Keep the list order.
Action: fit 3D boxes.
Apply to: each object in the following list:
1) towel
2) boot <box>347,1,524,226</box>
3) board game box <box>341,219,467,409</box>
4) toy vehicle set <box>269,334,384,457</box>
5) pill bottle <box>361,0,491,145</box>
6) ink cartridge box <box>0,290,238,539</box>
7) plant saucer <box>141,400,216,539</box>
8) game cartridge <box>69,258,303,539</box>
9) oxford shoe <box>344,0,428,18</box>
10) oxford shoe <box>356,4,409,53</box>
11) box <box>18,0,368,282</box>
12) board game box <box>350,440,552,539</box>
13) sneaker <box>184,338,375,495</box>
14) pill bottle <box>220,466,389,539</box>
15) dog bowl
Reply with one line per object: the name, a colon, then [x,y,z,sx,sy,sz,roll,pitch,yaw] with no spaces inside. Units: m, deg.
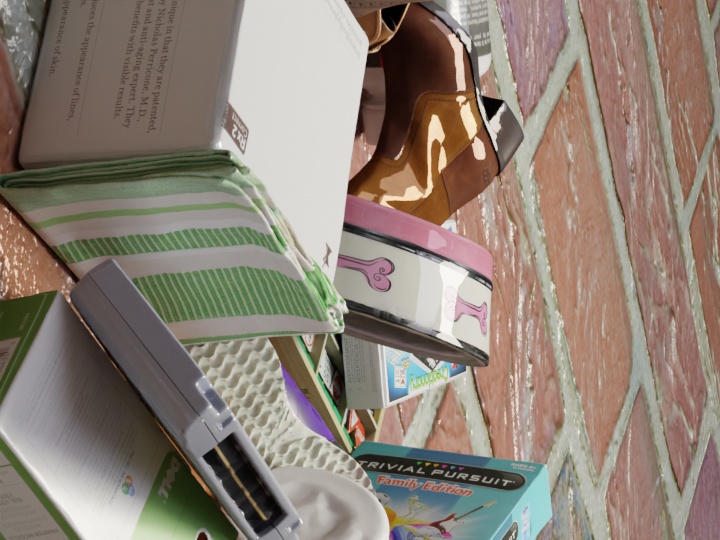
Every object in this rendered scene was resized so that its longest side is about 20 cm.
towel: [-0.105,-0.008,1.471,0.200,0.151,0.024,56,34,-57]
boot: [0.008,-0.085,1.798,0.200,0.068,0.189,-49,130,-19]
board game box: [0.033,0.031,1.931,0.200,0.034,0.127,-13,99,-70]
toy vehicle set: [-0.024,0.053,1.864,0.201,0.026,0.125,65,30,-47]
pill bottle: [0.042,-0.201,1.940,0.114,0.113,0.202,-29,115,-67]
ink cartridge box: [-0.154,0.120,1.396,0.200,0.059,0.104,56,36,-31]
plant saucer: [-0.135,0.150,1.541,0.200,0.037,0.202,-2,90,-70]
game cartridge: [-0.100,0.077,1.426,0.134,0.040,0.200,53,-6,30]
oxford shoe: [-0.023,-0.191,1.665,0.073,0.198,0.072,95,-7,-45]
oxford shoe: [-0.018,-0.164,1.717,0.200,0.071,0.071,-54,154,14]
box: [-0.095,-0.105,1.537,0.199,0.130,0.201,56,38,-56]
board game box: [0.028,0.195,1.775,0.200,0.150,0.047,-46,135,-53]
sneaker: [-0.074,0.090,1.678,0.201,0.069,0.100,56,-6,-23]
pill bottle: [-0.044,0.237,1.636,0.111,0.110,0.201,-59,160,-56]
dog bowl: [0.000,0.000,1.669,0.200,0.199,0.074,32,74,-66]
